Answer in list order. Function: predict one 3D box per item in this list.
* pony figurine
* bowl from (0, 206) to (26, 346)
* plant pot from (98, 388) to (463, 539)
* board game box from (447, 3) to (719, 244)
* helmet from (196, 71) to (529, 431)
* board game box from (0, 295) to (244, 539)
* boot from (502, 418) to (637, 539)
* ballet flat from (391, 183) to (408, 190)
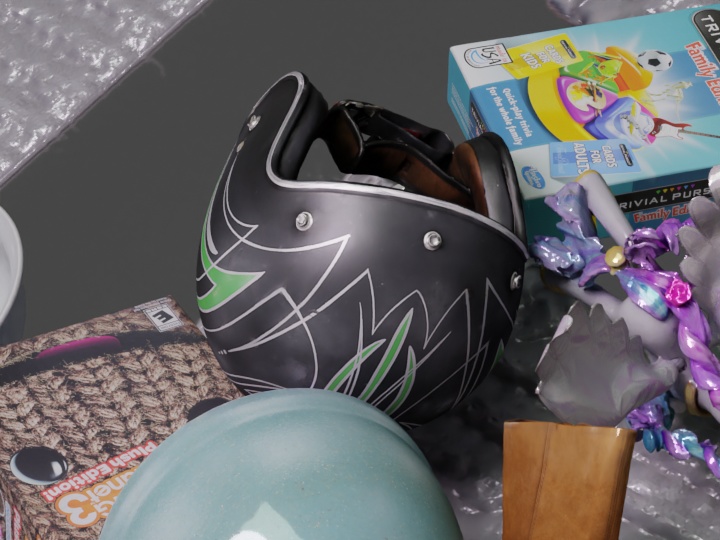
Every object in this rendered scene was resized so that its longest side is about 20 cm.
[{"bbox_3d":[0.168,0.028,1.422,0.166,0.193,0.200,-38,39,0],"label":"pony figurine"},{"bbox_3d":[-0.295,0.046,1.672,0.201,0.090,0.201,-12,47,13],"label":"bowl"},{"bbox_3d":[-0.023,0.178,1.343,0.200,0.200,0.134,-33,31,-9],"label":"plant pot"},{"bbox_3d":[0.170,-0.092,1.592,0.200,0.047,0.151,-11,44,-12],"label":"board game box"},{"bbox_3d":[0.000,0.000,1.459,0.200,0.200,0.191,-14,44,10],"label":"helmet"},{"bbox_3d":[-0.135,0.126,1.495,0.159,0.097,0.200,-18,41,-25],"label":"board game box"},{"bbox_3d":[0.122,0.178,1.305,0.188,0.068,0.200,10,90,65],"label":"boot"},{"bbox_3d":[0.023,-0.014,1.615,0.068,0.068,0.200,15,56,48],"label":"ballet flat"}]
